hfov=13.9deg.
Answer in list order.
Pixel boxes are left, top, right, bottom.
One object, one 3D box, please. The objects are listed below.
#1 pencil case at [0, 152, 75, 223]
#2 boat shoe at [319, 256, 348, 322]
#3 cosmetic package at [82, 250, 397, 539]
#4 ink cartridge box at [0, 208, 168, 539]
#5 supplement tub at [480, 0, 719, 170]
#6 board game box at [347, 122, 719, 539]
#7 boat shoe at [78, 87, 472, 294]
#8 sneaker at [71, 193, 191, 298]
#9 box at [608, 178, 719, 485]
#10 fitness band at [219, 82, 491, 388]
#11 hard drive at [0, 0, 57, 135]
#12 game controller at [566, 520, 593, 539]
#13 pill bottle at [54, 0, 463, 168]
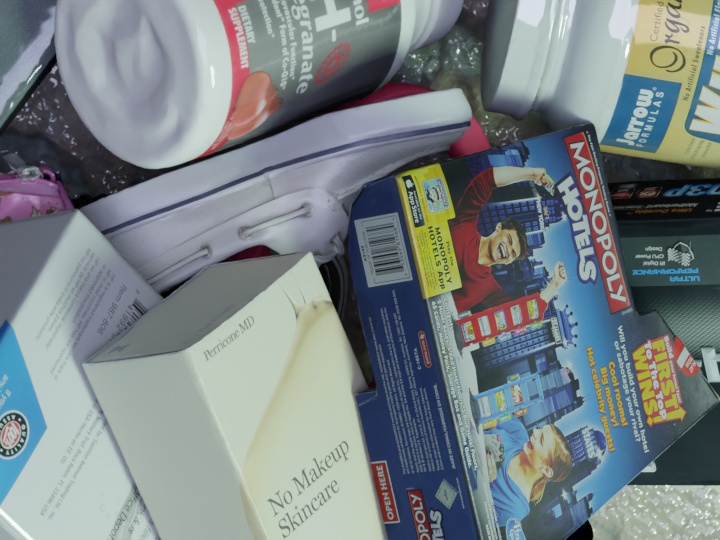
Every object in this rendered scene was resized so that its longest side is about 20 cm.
[{"bbox_3d":[-0.239,-0.017,1.444,0.199,0.083,0.087,2,84,-18],"label":"pencil case"},{"bbox_3d":[-0.071,0.070,1.548,0.070,0.066,0.200,35,98,-9],"label":"boat shoe"},{"bbox_3d":[-0.038,0.104,1.380,0.073,0.103,0.201,-7,113,41],"label":"cosmetic package"},{"bbox_3d":[-0.128,0.093,1.400,0.200,0.084,0.145,48,54,-30],"label":"ink cartridge box"},{"bbox_3d":[0.169,-0.124,1.480,0.199,0.145,0.145,8,101,-5],"label":"supplement tub"},{"bbox_3d":[0.083,0.038,1.424,0.061,0.199,0.201,-10,94,42],"label":"board game box"},{"bbox_3d":[-0.035,-0.030,1.430,0.199,0.071,0.070,-19,88,4],"label":"boat shoe"},{"bbox_3d":[-0.118,-0.010,1.525,0.200,0.075,0.079,-38,99,5],"label":"sneaker"},{"bbox_3d":[0.176,0.032,1.504,0.199,0.046,0.160,-1,119,26],"label":"box"},{"bbox_3d":[0.000,0.000,1.514,0.143,0.037,0.201,37,79,-33],"label":"fitness band"},{"bbox_3d":[-0.178,-0.179,1.443,0.139,0.033,0.200,38,95,1],"label":"hard drive"},{"bbox_3d":[0.048,0.133,1.525,0.104,0.042,0.200,-43,145,3],"label":"game controller"},{"bbox_3d":[-0.043,-0.126,1.443,0.200,0.110,0.111,-23,107,-43],"label":"pill bottle"}]
